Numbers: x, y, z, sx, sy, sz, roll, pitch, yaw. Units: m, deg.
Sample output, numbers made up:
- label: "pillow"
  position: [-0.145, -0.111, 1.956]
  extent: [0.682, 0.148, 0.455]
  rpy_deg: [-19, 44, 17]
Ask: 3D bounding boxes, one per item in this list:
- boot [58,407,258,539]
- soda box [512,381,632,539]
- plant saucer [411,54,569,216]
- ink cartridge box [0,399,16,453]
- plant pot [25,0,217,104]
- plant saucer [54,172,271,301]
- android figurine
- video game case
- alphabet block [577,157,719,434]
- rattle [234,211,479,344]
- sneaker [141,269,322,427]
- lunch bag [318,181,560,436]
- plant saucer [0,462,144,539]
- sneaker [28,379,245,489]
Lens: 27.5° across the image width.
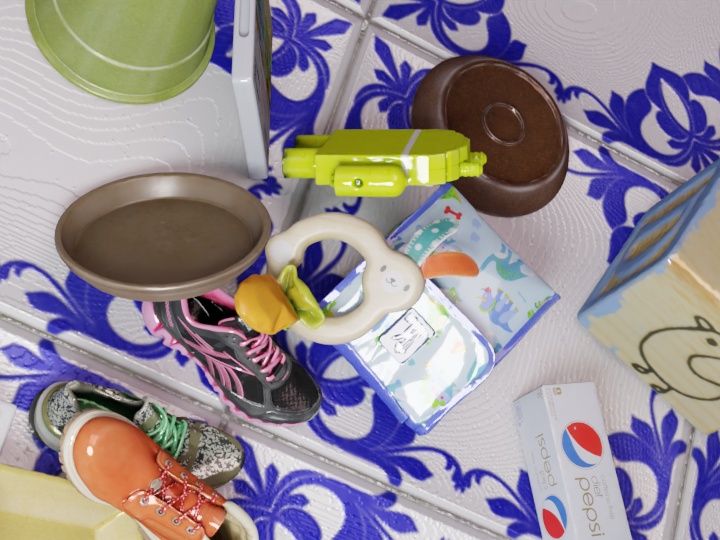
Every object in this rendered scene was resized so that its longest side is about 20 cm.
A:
- label: "boot"
  position: [-0.166, 0.185, 1.248]
  extent: [0.200, 0.107, 0.075]
  rpy_deg: [48, 62, -38]
- label: "soda box"
  position: [0.217, 0.217, 1.494]
  extent: [0.068, 0.064, 0.200]
  rpy_deg: [-2, 71, -27]
- label: "plant saucer"
  position: [0.153, -0.158, 1.640]
  extent: [0.200, 0.034, 0.201]
  rpy_deg: [9, 66, -21]
- label: "ink cartridge box"
  position: [-0.407, 0.151, 1.214]
  extent: [0.200, 0.083, 0.145]
  rpy_deg: [23, 62, -16]
- label: "plant pot"
  position: [-0.209, -0.293, 1.433]
  extent: [0.200, 0.190, 0.200]
  rpy_deg: [9, 66, -21]
- label: "plant saucer"
  position: [-0.183, -0.030, 1.371]
  extent: [0.200, 0.030, 0.200]
  rpy_deg: [0, 35, 0]
- label: "android figurine"
  position: [0.026, -0.112, 1.484]
  extent: [0.200, 0.182, 0.041]
  rpy_deg: [2, 107, 7]
- label: "video game case"
  position: [-0.106, -0.215, 1.449]
  extent: [0.023, 0.200, 0.182]
  rpy_deg: [0, 67, 1]
- label: "alphabet block"
  position: [0.390, 0.024, 1.583]
  extent: [0.200, 0.195, 0.196]
  rpy_deg: [41, 60, -3]
- label: "rattle"
  position: [0.000, 0.000, 1.349]
  extent: [0.200, 0.143, 0.130]
  rpy_deg: [-2, 75, 13]
- label: "sneaker"
  position: [-0.112, 0.071, 1.382]
  extent: [0.200, 0.095, 0.079]
  rpy_deg: [38, 56, -8]
- label: "lunch bag"
  position: [0.068, 0.040, 1.468]
  extent: [0.170, 0.127, 0.200]
  rpy_deg: [47, 68, 2]
- label: "plant saucer"
  position: [-0.253, 0.274, 1.213]
  extent: [0.200, 0.048, 0.200]
  rpy_deg: [28, 51, -56]
- label: "sneaker"
  position: [-0.192, 0.145, 1.315]
  extent: [0.200, 0.089, 0.077]
  rpy_deg: [18, 62, -18]
